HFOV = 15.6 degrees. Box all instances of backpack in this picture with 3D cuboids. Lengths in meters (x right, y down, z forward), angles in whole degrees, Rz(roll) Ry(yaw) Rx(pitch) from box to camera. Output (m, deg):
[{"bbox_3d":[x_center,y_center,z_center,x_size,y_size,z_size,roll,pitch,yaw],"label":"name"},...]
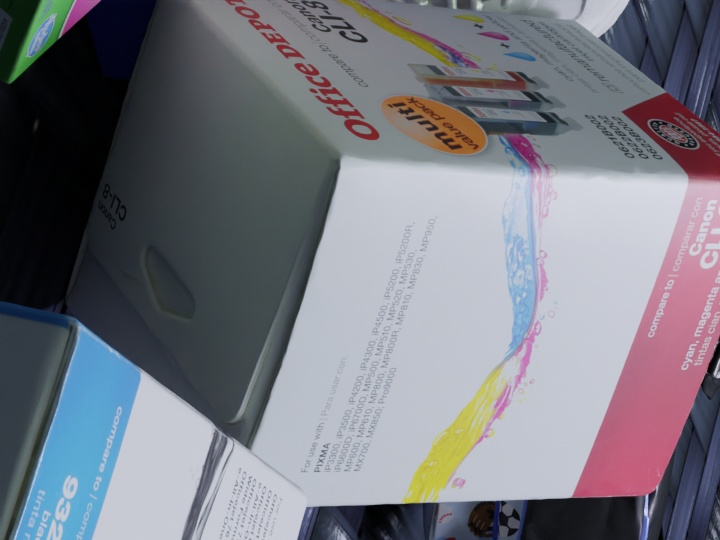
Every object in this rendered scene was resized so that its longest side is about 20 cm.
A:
[{"bbox_3d":[0.109,0.069,1.374,0.191,0.154,0.201,-65,168,-64],"label":"backpack"}]

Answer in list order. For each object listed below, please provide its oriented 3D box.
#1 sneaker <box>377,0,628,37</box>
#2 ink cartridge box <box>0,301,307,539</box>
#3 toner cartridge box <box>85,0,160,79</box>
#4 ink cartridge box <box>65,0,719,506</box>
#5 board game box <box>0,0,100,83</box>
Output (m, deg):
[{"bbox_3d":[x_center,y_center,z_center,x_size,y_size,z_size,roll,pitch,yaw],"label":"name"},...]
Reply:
[{"bbox_3d":[0.027,-0.105,1.076,0.099,0.200,0.078,-15,79,-58],"label":"sneaker"},{"bbox_3d":[-0.121,0.069,0.807,0.200,0.145,0.084,46,56,-64],"label":"ink cartridge box"},{"bbox_3d":[-0.052,-0.173,1.029,0.095,0.043,0.200,79,28,-46],"label":"toner cartridge box"},{"bbox_3d":[0.018,-0.009,0.981,0.200,0.145,0.145,1,120,-35],"label":"ink cartridge box"},{"bbox_3d":[-0.052,-0.168,0.865,0.200,0.040,0.153,-47,177,-30],"label":"board game box"}]
